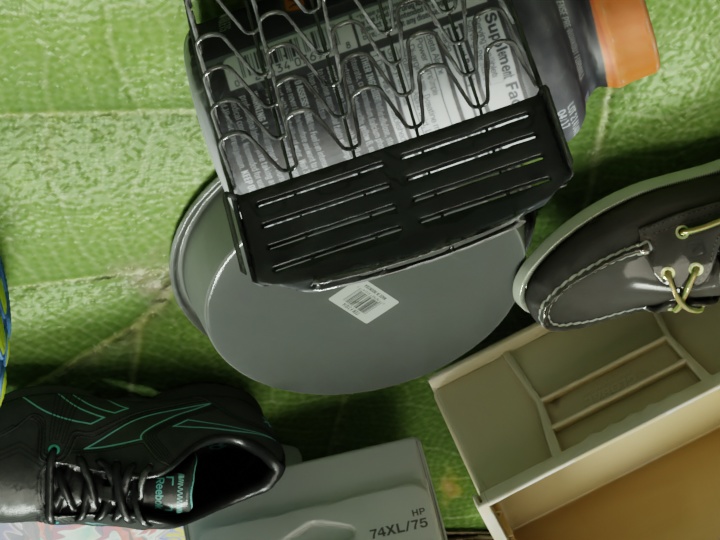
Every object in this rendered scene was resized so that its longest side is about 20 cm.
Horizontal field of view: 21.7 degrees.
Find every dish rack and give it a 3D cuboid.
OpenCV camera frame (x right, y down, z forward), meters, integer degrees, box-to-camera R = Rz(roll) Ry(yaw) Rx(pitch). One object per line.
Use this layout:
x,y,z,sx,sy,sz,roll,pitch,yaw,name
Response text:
-0.004,-0.093,0.760,0.153,0.201,0.055,-19,151,6,dish rack

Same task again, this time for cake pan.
0.000,0.000,0.995,0.199,0.037,0.201,-9,141,-7,cake pan

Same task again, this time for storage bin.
0.164,0.105,1.099,0.198,0.094,0.200,-26,141,1,storage bin

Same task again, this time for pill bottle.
0.030,-0.090,0.842,0.199,0.106,0.106,-18,141,5,pill bottle

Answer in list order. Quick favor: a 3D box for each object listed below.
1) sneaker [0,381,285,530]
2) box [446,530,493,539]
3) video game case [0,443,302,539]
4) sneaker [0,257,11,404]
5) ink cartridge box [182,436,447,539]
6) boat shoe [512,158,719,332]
-0.135,0.103,1.019,0.199,0.079,0.076,-9,114,-24,sneaker
0.046,0.245,1.314,0.163,0.021,0.200,4,138,-21,box
-0.161,0.154,1.141,0.182,0.023,0.200,16,132,-32,video game case
-0.220,0.006,0.916,0.082,0.071,0.200,-10,136,3,sneaker
-0.012,0.220,1.122,0.146,0.146,0.200,-13,147,-1,ink cartridge box
0.179,-0.015,0.990,0.201,0.061,0.072,-25,145,-3,boat shoe
